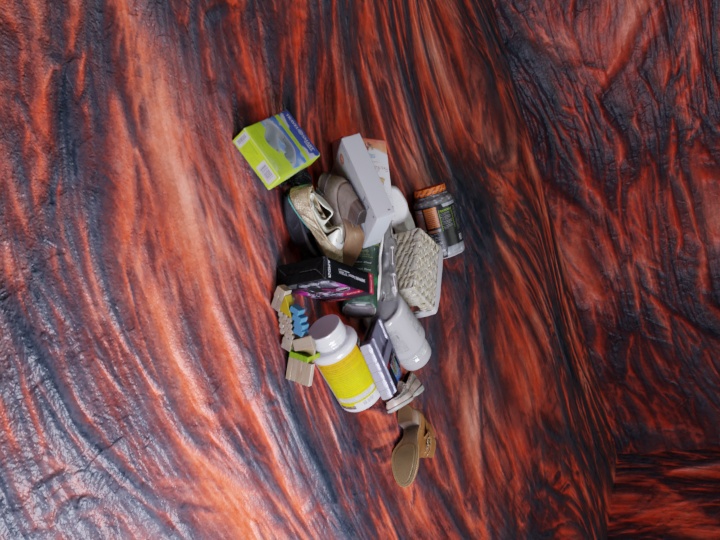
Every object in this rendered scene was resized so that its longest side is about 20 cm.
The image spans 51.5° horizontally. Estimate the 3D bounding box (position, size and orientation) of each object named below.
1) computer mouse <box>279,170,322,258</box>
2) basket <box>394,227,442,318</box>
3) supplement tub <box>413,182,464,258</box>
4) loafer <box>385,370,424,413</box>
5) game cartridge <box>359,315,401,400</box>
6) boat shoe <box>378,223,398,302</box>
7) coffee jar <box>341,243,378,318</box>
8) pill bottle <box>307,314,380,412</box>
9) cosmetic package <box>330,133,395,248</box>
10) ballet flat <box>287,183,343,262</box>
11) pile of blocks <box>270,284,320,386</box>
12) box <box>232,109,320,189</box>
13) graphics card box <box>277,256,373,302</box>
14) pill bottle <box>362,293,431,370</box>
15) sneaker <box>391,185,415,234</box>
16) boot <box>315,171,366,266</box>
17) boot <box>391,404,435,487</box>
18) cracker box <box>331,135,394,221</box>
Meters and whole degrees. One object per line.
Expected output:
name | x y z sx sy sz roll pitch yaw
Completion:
computer mouse | -0.129 -0.116 1.587 0.138 0.052 0.205 -7 77 -63
basket | 0.124 0.007 1.915 0.123 0.133 0.204 43 45 -41
supplement tub | 0.222 -0.141 2.151 0.122 0.120 0.205 -29 106 -60
loafer | 0.100 0.299 1.850 0.064 0.071 0.199 63 22 6
game cartridge | 0.048 0.187 1.630 0.132 0.038 0.200 63 13 -9
boat shoe | 0.066 -0.027 1.764 0.067 0.055 0.206 145 -50 -78
coffee jar | 0.000 0.000 1.720 0.105 0.083 0.205 102 -10 -68
pill bottle | -0.035 0.195 1.584 0.203 0.107 0.110 61 33 -29
cosmetic package | 0.002 -0.174 1.649 0.051 0.151 0.204 -17 72 -20
ballet flat | -0.075 -0.092 1.539 0.202 0.064 0.071 56 23 -25
pile of blocks | -0.118 0.125 1.486 0.062 0.080 0.206 -14 93 -60
box | -0.164 -0.254 1.534 0.123 0.047 0.200 53 34 -4
graphics card box | -0.070 0.022 1.563 0.199 0.123 0.052 23 62 -57
pill bottle | 0.095 0.153 1.829 0.201 0.112 0.116 53 38 -39
sneaker | 0.105 -0.153 2.012 0.090 0.073 0.203 -83 155 -52
boot | -0.056 -0.110 1.645 0.069 0.146 0.203 -14 135 -44
boot | 0.138 0.450 1.864 0.155 0.075 0.205 45 36 -51
cracker box | 0.007 -0.216 1.807 0.131 0.057 0.206 -1 81 -37
